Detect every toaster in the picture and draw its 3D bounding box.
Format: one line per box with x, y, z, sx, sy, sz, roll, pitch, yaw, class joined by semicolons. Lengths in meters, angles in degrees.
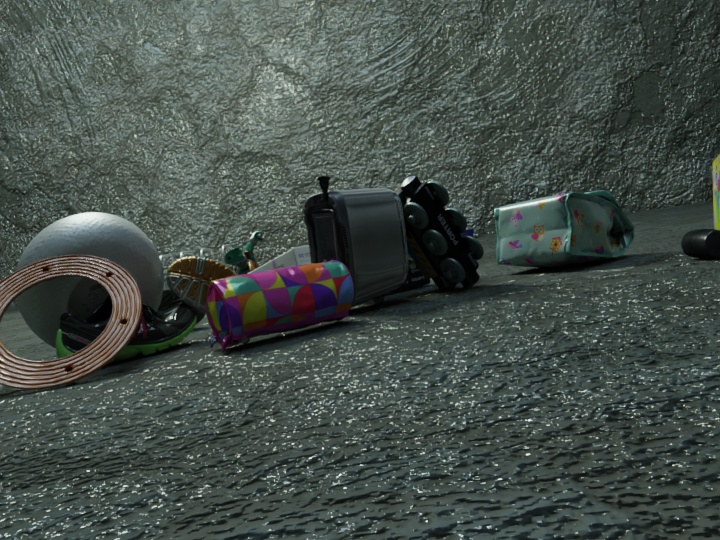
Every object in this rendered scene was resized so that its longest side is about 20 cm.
-0.006;-0.046;1.044;0.127;0.206;0.112;-11;6;-36;toaster

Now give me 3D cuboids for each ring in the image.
-0.357;0.058;0.821;0.194;0.020;0.204;1;46;-1;ring

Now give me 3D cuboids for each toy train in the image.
0.111;-0.056;1.101;0.085;0.202;0.113;-45;18;-30;toy train

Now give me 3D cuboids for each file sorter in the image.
-0.374;0.021;1.528;0.194;0.128;0.139;-9;3;-1;file sorter

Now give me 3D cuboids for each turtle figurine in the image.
-0.231;0.000;1.532;0.100;0.152;0.200;-33;-5;14;turtle figurine

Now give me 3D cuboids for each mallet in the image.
0.570;-0.045;1.000;0.194;0.042;0.066;-5;2;2;mallet

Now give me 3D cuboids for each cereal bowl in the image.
-0.361;0.029;0.950;0.196;0.205;0.083;-10;28;-30;cereal bowl

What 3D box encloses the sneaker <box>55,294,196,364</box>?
-0.296;0.068;0.905;0.075;0.086;0.198;-5;5;40;sneaker

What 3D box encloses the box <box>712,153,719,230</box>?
0.639;-0.123;1.032;0.187;0.126;0.199;-2;-1;20;box

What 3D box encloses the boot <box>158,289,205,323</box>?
-0.332;0.070;1.214;0.176;0.075;0.200;-6;-3;4;boot

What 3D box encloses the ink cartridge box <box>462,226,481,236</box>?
0.407;-0.152;3.056;0.197;0.045;0.196;-9;3;42;ink cartridge box

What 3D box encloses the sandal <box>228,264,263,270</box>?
-0.225;0.024;1.655;0.195;0.082;0.057;-2;-14;-8;sandal

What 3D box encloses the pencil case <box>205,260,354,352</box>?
-0.101;0.043;0.884;0.196;0.091;0.088;-13;6;-33;pencil case

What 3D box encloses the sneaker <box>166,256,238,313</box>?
-0.192;0.040;1.022;0.196;0.078;0.087;19;-18;-21;sneaker

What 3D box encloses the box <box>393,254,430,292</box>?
0.026;-0.039;1.205;0.196;0.164;0.046;-12;4;-34;box

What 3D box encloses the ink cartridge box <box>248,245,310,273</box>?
-0.118;-0.001;1.372;0.198;0.069;0.115;-24;-8;42;ink cartridge box

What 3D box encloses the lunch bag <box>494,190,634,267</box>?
0.358;-0.069;1.215;0.196;0.126;0.169;-1;-4;-36;lunch bag
